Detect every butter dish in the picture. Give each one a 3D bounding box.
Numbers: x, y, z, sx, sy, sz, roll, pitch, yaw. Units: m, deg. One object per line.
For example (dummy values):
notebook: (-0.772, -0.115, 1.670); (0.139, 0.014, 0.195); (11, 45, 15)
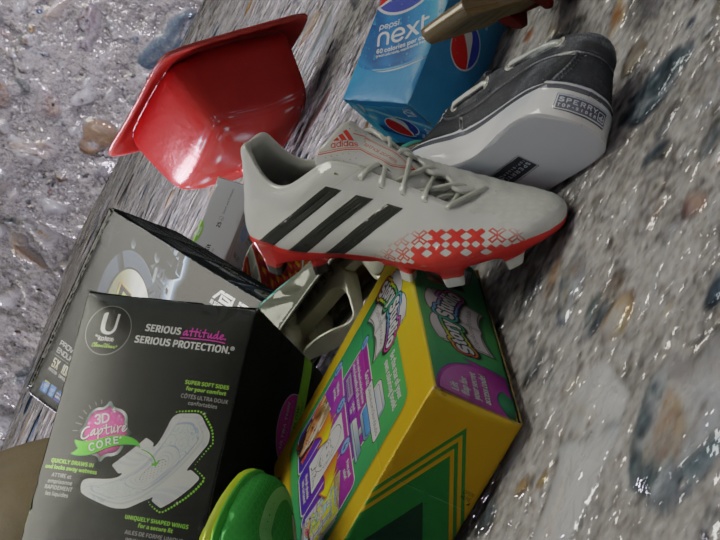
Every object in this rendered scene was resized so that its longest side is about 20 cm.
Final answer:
butter dish: (-0.134, -0.152, 1.837); (0.199, 0.148, 0.200); (-22, -17, -37)

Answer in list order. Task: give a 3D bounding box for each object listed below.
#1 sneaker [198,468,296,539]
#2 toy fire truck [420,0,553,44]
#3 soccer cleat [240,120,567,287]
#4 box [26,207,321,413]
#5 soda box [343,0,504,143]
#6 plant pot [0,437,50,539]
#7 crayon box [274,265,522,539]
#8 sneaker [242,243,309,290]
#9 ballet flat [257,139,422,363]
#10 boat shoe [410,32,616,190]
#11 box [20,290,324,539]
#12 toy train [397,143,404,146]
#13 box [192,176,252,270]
sneaker: (-0.032, 0.191, 0.850); (0.083, 0.074, 0.201); (-16, 56, 13)
toy fire truck: (0.109, -0.222, 1.066); (0.176, 0.128, 0.201); (-51, 31, 46)
soccer cleat: (0.018, -0.042, 0.972); (0.199, 0.086, 0.069); (1, 26, 32)
box: (-0.143, 0.069, 1.356); (0.199, 0.086, 0.165); (30, 96, 38)
soda box: (0.062, -0.191, 1.227); (0.064, 0.068, 0.201); (8, 71, 41)
plant pot: (-0.207, 0.212, 1.425); (0.134, 0.201, 0.200); (-28, 14, -4)
crayon box: (0.014, 0.099, 0.971); (0.173, 0.058, 0.200); (-60, 14, 19)
sneaker: (-0.081, 0.053, 1.447); (0.201, 0.073, 0.077); (-62, -13, 19)
ballet flat: (0.000, 0.000, 1.200); (0.200, 0.067, 0.064); (-47, 49, 21)
boat shoe: (0.081, -0.081, 0.998); (0.200, 0.071, 0.068); (-33, 36, 62)
box: (-0.114, 0.134, 1.097); (0.149, 0.123, 0.202); (50, -130, -62)
toy train: (0.036, -0.105, 1.298); (0.201, 0.034, 0.046); (-65, 10, 3)
box: (-0.128, 0.040, 1.531); (0.156, 0.041, 0.201); (66, -137, -69)
